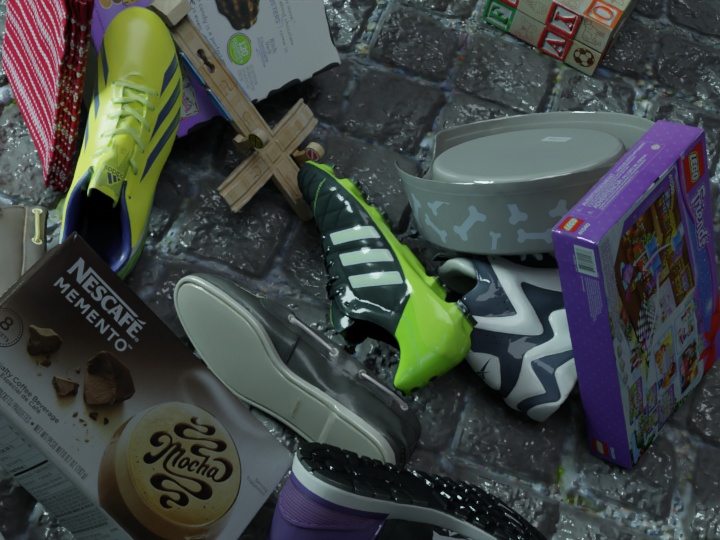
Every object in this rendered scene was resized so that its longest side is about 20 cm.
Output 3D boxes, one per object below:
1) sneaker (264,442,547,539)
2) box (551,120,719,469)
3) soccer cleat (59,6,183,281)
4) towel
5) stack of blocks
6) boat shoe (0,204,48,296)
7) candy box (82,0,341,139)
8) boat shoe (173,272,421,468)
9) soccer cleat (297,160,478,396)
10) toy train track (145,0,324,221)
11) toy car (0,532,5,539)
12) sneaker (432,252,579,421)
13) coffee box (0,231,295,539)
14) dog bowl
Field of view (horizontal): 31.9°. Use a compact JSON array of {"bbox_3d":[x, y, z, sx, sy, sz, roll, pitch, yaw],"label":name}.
[{"bbox_3d":[0.031,0.180,0.811,0.198,0.088,0.076,21,11,-20],"label":"sneaker"},{"bbox_3d":[0.196,0.018,0.871,0.039,0.202,0.137,18,47,39],"label":"box"},{"bbox_3d":[-0.166,-0.082,0.876,0.064,0.084,0.203,12,97,0],"label":"soccer cleat"},{"bbox_3d":[-0.232,-0.171,0.908,0.022,0.201,0.145,-13,58,-27],"label":"towel"},{"bbox_3d":[0.208,-0.282,1.158,0.114,0.059,0.201,28,55,9],"label":"stack of blocks"},{"bbox_3d":[-0.224,0.036,0.849,0.059,0.072,0.201,-11,54,-16],"label":"boat shoe"},{"bbox_3d":[-0.130,-0.205,0.971,0.199,0.169,0.071,-28,26,-27],"label":"candy box"},{"bbox_3d":[-0.043,0.069,0.872,0.200,0.067,0.057,40,38,10],"label":"boat shoe"},{"bbox_3d":[0.000,0.000,0.893,0.081,0.068,0.200,-40,60,1],"label":"soccer cleat"},{"bbox_3d":[-0.084,-0.123,0.936,0.201,0.032,0.115,53,54,-21],"label":"toy train track"},{"bbox_3d":[-0.297,0.153,0.704,0.174,0.151,0.201,-25,64,-26],"label":"toy car"},{"bbox_3d":[0.123,0.000,0.935,0.129,0.080,0.200,31,65,0],"label":"sneaker"},{"bbox_3d":[-0.153,0.092,0.770,0.200,0.080,0.113,48,56,-11],"label":"coffee box"},{"bbox_3d":[0.126,-0.067,0.937,0.197,0.059,0.200,-7,19,2],"label":"dog bowl"}]
